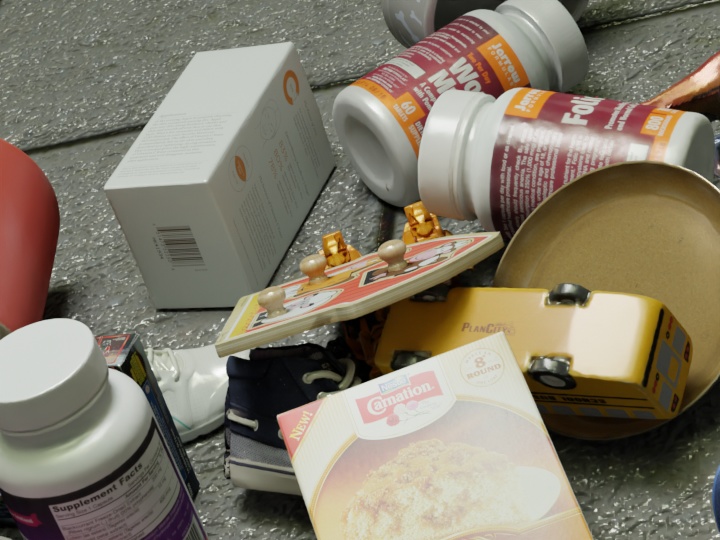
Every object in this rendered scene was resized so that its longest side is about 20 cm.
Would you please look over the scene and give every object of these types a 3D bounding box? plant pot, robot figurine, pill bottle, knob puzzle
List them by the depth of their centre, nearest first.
[{"bbox_3d":[-0.177,0.134,1.335,0.111,0.201,0.112,-14,33,9],"label":"pill bottle"},{"bbox_3d":[0.179,0.022,1.396,0.199,0.027,0.201,-15,62,30],"label":"plant pot"},{"bbox_3d":[0.000,0.000,1.414,0.219,0.031,0.220,-18,8,3],"label":"knob puzzle"},{"bbox_3d":[0.030,0.031,1.505,0.144,0.058,0.200,-20,32,1],"label":"robot figurine"},{"bbox_3d":[0.151,-0.073,1.513,0.199,0.115,0.114,10,42,22],"label":"pill bottle"},{"bbox_3d":[-0.333,0.016,1.613,0.199,0.201,0.178,-16,42,6],"label":"plant pot"},{"bbox_3d":[0.084,-0.146,1.687,0.200,0.110,0.109,-33,35,-19],"label":"pill bottle"}]

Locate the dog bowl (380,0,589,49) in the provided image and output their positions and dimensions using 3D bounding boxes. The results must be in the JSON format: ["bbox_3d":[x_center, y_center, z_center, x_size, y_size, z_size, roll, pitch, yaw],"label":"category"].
[{"bbox_3d":[0.117,-0.250,1.752,0.199,0.201,0.059,-28,50,-12],"label":"dog bowl"}]

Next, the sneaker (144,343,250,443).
[{"bbox_3d":[-0.167,0.089,1.508,0.199,0.081,0.070,-21,31,-5],"label":"sneaker"}]

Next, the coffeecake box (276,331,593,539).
[{"bbox_3d":[0.054,0.157,1.236,0.153,0.073,0.201,-21,55,-1],"label":"coffeecake box"}]

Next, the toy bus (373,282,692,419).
[{"bbox_3d":[0.111,0.053,1.359,0.199,0.078,0.065,1,62,35],"label":"toy bus"}]

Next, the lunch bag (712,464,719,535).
[{"bbox_3d":[0.298,0.130,1.151,0.132,0.136,0.200,12,45,40],"label":"lunch bag"}]

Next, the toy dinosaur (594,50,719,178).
[{"bbox_3d":[0.309,-0.153,1.539,0.182,0.199,0.105,-63,20,13],"label":"toy dinosaur"}]

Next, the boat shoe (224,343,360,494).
[{"bbox_3d":[-0.010,0.100,1.367,0.199,0.093,0.075,2,12,31],"label":"boat shoe"}]

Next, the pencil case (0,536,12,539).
[{"bbox_3d":[-0.185,0.213,1.272,0.199,0.088,0.088,12,38,1],"label":"pencil case"}]

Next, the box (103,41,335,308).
[{"bbox_3d":[-0.110,-0.079,1.677,0.097,0.125,0.200,-2,36,25],"label":"box"}]

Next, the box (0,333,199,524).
[{"bbox_3d":[-0.227,0.116,1.447,0.199,0.137,0.040,-5,33,22],"label":"box"}]
